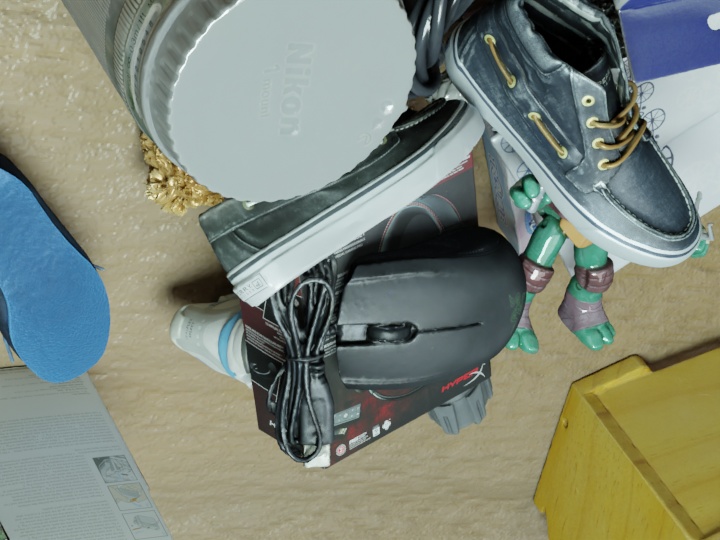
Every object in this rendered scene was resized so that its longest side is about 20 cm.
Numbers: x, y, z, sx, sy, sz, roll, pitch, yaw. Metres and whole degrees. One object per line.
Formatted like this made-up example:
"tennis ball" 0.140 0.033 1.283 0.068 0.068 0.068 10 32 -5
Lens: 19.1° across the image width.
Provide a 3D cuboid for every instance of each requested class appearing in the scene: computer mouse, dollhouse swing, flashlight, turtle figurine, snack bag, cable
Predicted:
"computer mouse" 0.035 0.036 1.308 0.199 0.053 0.139 -19 119 -35
"dollhouse swing" 0.273 0.179 1.688 0.175 0.200 0.183 -7 130 -28
"flashlight" 0.049 0.040 1.525 0.067 0.068 0.201 -28 136 -9
"turtle figurine" 0.155 -0.037 1.410 0.149 0.101 0.201 10 127 -14
"snack bag" 0.197 -0.082 1.481 0.188 0.021 0.200 -33 136 -1
"cable" 0.060 -0.173 1.244 0.051 0.200 0.164 24 90 -6

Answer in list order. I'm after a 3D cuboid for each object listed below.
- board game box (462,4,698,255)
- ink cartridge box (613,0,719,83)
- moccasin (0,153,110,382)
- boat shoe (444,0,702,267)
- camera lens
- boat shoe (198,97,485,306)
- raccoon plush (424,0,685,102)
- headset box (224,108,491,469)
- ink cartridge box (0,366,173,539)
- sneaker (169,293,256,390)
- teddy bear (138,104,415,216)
"board game box" 0.178 -0.128 1.477 0.198 0.043 0.201 -24 136 -11
"ink cartridge box" 0.225 -0.232 1.312 0.197 0.047 0.201 -16 90 -34
"moccasin" -0.208 -0.014 1.322 0.080 0.068 0.201 -31 138 -16
"boat shoe" 0.140 -0.086 1.266 0.071 0.200 0.091 -51 -172 -29
"camera lens" -0.075 -0.153 1.183 0.159 0.200 0.161 -16 134 -18
"boat shoe" -0.008 -0.058 1.232 0.200 0.071 0.072 -37 -174 -35
"raccoon plush" 0.120 -0.190 1.336 0.199 0.097 0.135 -21 97 -10
"headset box" 0.000 0.000 1.351 0.148 0.075 0.201 -26 124 -32
"ink cartridge box" -0.198 0.141 1.361 0.108 0.200 0.051 -4 128 -29
"sneaker" -0.061 0.044 1.468 0.200 0.086 0.075 19 85 -63
"teddy bear" -0.043 -0.072 1.372 0.200 0.067 0.145 28 106 -44
